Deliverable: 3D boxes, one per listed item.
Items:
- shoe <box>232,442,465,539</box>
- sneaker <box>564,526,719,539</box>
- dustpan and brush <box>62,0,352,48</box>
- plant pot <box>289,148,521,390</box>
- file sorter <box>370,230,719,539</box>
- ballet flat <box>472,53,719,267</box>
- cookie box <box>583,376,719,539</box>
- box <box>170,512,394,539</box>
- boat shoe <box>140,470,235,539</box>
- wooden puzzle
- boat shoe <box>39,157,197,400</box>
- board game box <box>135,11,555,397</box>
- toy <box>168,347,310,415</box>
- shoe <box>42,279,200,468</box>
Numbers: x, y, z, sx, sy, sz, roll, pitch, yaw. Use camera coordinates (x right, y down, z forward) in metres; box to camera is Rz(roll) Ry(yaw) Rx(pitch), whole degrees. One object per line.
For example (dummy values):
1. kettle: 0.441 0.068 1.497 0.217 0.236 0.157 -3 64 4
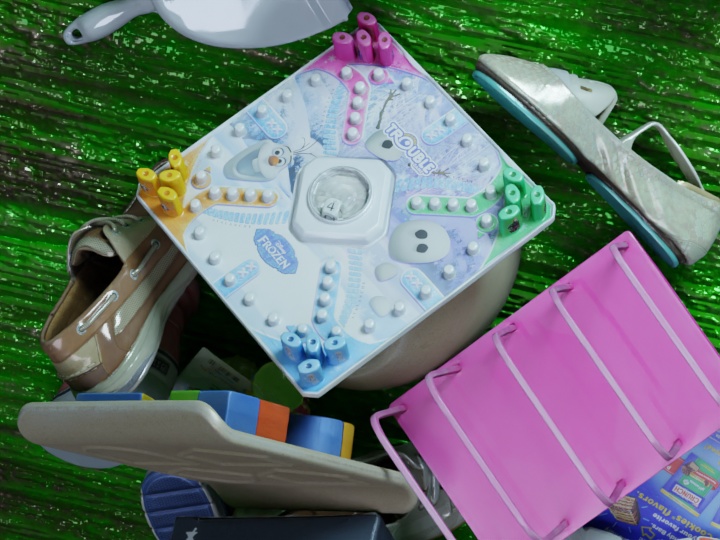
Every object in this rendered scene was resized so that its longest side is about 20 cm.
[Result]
1. shoe: 0.010 0.162 1.592 0.198 0.053 0.070 -14 84 -18
2. sneaker: 0.206 0.226 1.544 0.198 0.077 0.082 15 143 10
3. dustpan and brush: -0.118 -0.190 1.524 0.199 0.057 0.140 -26 110 16
4. plant pot: 0.000 0.000 1.529 0.199 0.135 0.202 5 115 11
5. file sorter: 0.125 0.089 1.457 0.199 0.125 0.139 -36 83 10
6. ballet flat: 0.159 -0.086 1.502 0.200 0.067 0.062 43 88 -11
7. cookie box: 0.224 0.171 1.584 0.170 0.075 0.201 30 117 0
8. box: -0.033 0.258 1.541 0.147 0.108 0.200 -3 142 22
9. boat shoe: -0.103 0.210 1.684 0.072 0.073 0.201 -4 118 15
10. wooden puzzle: -0.087 0.107 1.456 0.184 0.047 0.199 -4 159 42
11. boat shoe: -0.155 -0.005 1.529 0.075 0.201 0.072 -19 129 37
12. board game box: -0.013 -0.048 1.453 0.199 0.026 0.200 -36 61 -11
13. toy: -0.069 0.091 1.593 0.115 0.200 0.047 35 75 -4
14. shoe: -0.169 0.069 1.642 0.071 0.092 0.200 26 148 -13
